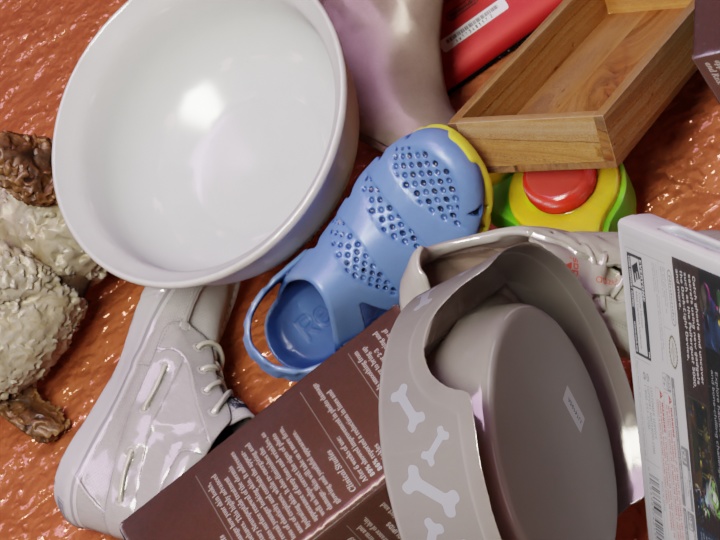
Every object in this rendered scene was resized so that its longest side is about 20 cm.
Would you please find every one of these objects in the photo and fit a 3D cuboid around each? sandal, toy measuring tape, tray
[{"bbox_3d":[0.000,0.000,1.388,0.080,0.087,0.200,46,125,12],"label":"sandal"},{"bbox_3d":[0.146,-0.022,1.377,0.200,0.074,0.074,34,79,35],"label":"toy measuring tape"},{"bbox_3d":[0.139,-0.118,1.416,0.098,0.037,0.200,-1,31,34],"label":"tray"}]

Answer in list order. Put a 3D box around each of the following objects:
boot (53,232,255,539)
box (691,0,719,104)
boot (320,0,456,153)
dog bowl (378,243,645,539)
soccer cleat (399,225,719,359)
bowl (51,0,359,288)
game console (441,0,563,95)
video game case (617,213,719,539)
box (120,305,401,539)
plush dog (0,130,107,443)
[{"bbox_3d":[-0.096,0.073,1.471,0.095,0.074,0.201,15,70,30],"label":"boot"},{"bbox_3d":[0.239,-0.173,1.403,0.075,0.100,0.201,-14,49,25],"label":"box"},{"bbox_3d":[0.024,-0.150,1.497,0.199,0.070,0.147,27,101,27],"label":"boot"},{"bbox_3d":[0.075,0.090,1.196,0.058,0.200,0.201,-13,50,26],"label":"dog bowl"},{"bbox_3d":[0.119,0.009,1.288,0.199,0.078,0.070,-5,64,2],"label":"soccer cleat"},{"bbox_3d":[-0.076,-0.073,1.458,0.200,0.090,0.202,-11,67,25],"label":"bowl"},{"bbox_3d":[0.051,-0.193,1.606,0.200,0.119,0.173,-35,75,7],"label":"game console"},{"bbox_3d":[0.166,0.083,1.152,0.023,0.201,0.182,-8,10,-11],"label":"video game case"},{"bbox_3d":[-0.022,0.126,1.355,0.200,0.075,0.100,-37,44,2],"label":"box"},{"bbox_3d":[-0.207,-0.005,1.549,0.160,0.200,0.172,35,89,12],"label":"plush dog"}]
